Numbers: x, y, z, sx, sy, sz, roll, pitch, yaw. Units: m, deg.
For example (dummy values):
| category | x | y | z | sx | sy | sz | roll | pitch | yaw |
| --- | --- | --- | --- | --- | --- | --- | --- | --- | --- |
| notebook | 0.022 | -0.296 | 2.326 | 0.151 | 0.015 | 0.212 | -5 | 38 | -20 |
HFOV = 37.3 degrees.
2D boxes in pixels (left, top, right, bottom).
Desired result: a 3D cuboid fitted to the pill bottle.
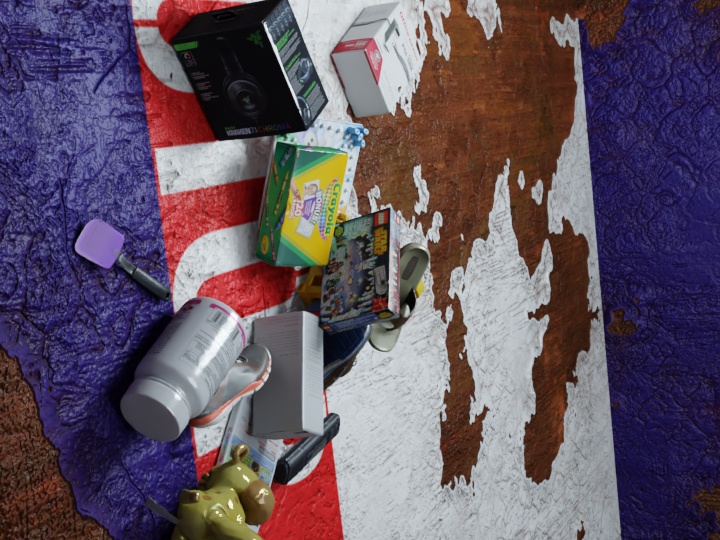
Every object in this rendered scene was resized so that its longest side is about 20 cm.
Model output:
| category | x | y | z | sx | sy | sz | roll | pitch | yaw |
| --- | --- | --- | --- | --- | --- | --- | --- | --- | --- |
| pill bottle | -0.254 | 0.141 | 1.533 | 0.200 | 0.113 | 0.114 | -59 | 137 | -44 |

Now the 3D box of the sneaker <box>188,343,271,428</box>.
| category | x | y | z | sx | sy | sz | roll | pitch | yaw |
| --- | --- | --- | --- | --- | --- | --- | --- | --- | --- |
| sneaker | -0.206 | 0.159 | 1.656 | 0.200 | 0.077 | 0.082 | -50 | 129 | -51 |

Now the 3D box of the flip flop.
| category | x | y | z | sx | sy | sz | roll | pitch | yaw |
| --- | --- | --- | --- | --- | --- | --- | --- | --- | --- |
| flip flop | 0.068 | 0.050 | 1.827 | 0.081 | 0.058 | 0.201 | 19 | 102 | -32 |

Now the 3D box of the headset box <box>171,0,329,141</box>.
| category | x | y | z | sx | sy | sz | roll | pitch | yaw |
| --- | --- | --- | --- | --- | --- | --- | --- | --- | --- |
| headset box | -0.171 | -0.315 | 1.650 | 0.093 | 0.173 | 0.201 | -60 | 139 | -44 |

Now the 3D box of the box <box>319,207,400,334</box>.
| category | x | y | z | sx | sy | sz | roll | pitch | yaw |
| --- | --- | --- | --- | --- | --- | --- | --- | --- | --- |
| box | 0.000 | 0.000 | 1.813 | 0.040 | 0.136 | 0.201 | 42 | 41 | -47 |

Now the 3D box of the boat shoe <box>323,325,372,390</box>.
| category | x | y | z | sx | sy | sz | roll | pitch | yaw |
| --- | --- | --- | --- | --- | --- | --- | --- | --- | --- |
| boat shoe | -0.046 | 0.148 | 1.851 | 0.072 | 0.200 | 0.072 | 15 | 39 | -53 |

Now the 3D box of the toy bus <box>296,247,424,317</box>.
| category | x | y | z | sx | sy | sz | roll | pitch | yaw |
| --- | --- | --- | --- | --- | --- | --- | --- | --- | --- |
| toy bus | -0.014 | 0.046 | 1.900 | 0.192 | 0.199 | 0.136 | -58 | 136 | -34 |

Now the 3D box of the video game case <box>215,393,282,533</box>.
| category | x | y | z | sx | sy | sz | roll | pitch | yaw |
| --- | --- | --- | --- | --- | --- | --- | --- | --- | --- |
| video game case | -0.184 | 0.310 | 1.747 | 0.143 | 0.018 | 0.201 | 50 | 46 | -49 |

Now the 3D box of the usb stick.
| category | x | y | z | sx | sy | sz | roll | pitch | yaw |
| --- | --- | --- | --- | --- | --- | --- | --- | --- | --- |
| usb stick | -0.092 | 0.313 | 1.888 | 0.200 | 0.032 | 0.056 | -36 | 141 | -56 |

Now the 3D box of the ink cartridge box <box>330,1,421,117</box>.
| category | x | y | z | sx | sy | sz | roll | pitch | yaw |
| --- | --- | --- | --- | --- | --- | --- | --- | --- | --- |
| ink cartridge box | 0.036 | -0.422 | 2.124 | 0.200 | 0.083 | 0.147 | -61 | 138 | -42 |

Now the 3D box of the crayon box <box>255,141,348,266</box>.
| category | x | y | z | sx | sy | sz | roll | pitch | yaw |
| --- | --- | --- | --- | --- | --- | --- | --- | --- | --- |
| crayon box | -0.098 | -0.110 | 1.790 | 0.118 | 0.058 | 0.201 | -1 | 107 | -44 |

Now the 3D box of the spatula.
| category | x | y | z | sx | sy | sz | roll | pitch | yaw |
| --- | --- | --- | --- | --- | --- | --- | --- | --- | --- |
| spatula | -0.326 | -0.006 | 1.506 | 0.200 | 0.020 | 0.057 | 48 | 60 | -52 |

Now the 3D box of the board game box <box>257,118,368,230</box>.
| category | x | y | z | sx | sy | sz | roll | pitch | yaw |
| --- | --- | --- | --- | --- | --- | --- | --- | --- | --- |
| board game box | -0.078 | -0.162 | 1.850 | 0.199 | 0.026 | 0.201 | 0 | 107 | -45 |

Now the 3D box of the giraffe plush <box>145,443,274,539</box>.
| category | x | y | z | sx | sy | sz | roll | pitch | yaw |
| --- | --- | --- | --- | --- | --- | --- | --- | --- | --- |
| giraffe plush | -0.198 | 0.359 | 1.588 | 0.200 | 0.172 | 0.162 | 47 | 38 | -3 |

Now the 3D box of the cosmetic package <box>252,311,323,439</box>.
| category | x | y | z | sx | sy | sz | roll | pitch | yaw |
| --- | --- | --- | --- | --- | --- | --- | --- | --- | --- |
| cosmetic package | -0.119 | 0.175 | 1.763 | 0.074 | 0.101 | 0.201 | 28 | 57 | -58 |
